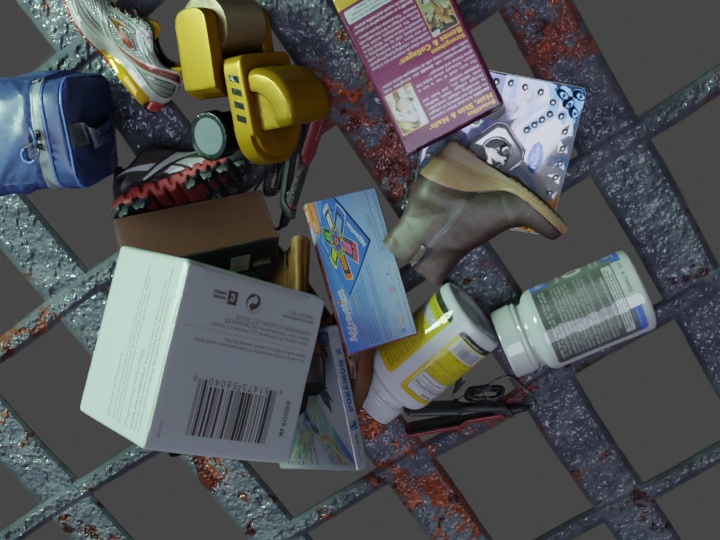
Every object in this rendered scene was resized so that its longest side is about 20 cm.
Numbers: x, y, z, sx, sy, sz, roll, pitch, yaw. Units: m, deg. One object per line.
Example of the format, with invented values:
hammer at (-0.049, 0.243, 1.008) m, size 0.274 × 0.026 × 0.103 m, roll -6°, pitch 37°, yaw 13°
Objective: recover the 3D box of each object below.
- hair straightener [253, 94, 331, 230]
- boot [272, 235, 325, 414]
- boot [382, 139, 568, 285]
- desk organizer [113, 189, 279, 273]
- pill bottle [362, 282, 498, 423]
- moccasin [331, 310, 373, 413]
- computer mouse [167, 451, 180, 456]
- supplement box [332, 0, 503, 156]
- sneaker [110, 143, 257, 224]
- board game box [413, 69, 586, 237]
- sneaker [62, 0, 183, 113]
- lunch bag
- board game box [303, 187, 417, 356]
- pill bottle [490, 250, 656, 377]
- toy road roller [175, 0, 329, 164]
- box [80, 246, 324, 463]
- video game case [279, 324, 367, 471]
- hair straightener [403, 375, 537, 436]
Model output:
hair straightener at (-0.098, -0.146, 1.112) m, size 0.076 × 0.041 × 0.203 m, roll 26°, pitch 119°, yaw 19°
boot at (-0.109, 0.081, 1.106) m, size 0.067 × 0.203 × 0.189 m, roll 2°, pitch 151°, yaw -22°
boot at (0.146, -0.051, 1.091) m, size 0.198 × 0.072 × 0.168 m, roll 32°, pitch 104°, yaw 1°
desk organizer at (-0.210, -0.035, 1.084) m, size 0.196 × 0.078 × 0.072 m, roll -13°, pitch 151°, yaw -18°
pill bottle at (0.084, 0.120, 1.172) m, size 0.199 × 0.112 × 0.111 m, roll -41°, pitch 105°, yaw 16°
moccasin at (-0.019, 0.101, 1.142) m, size 0.077 × 0.073 × 0.205 m, roll 16°, pitch 85°, yaw -44°
computer mouse at (-0.200, 0.167, 1.117) m, size 0.138 × 0.046 × 0.203 m, roll -9°, pitch 122°, yaw -18°
supplement box at (0.071, -0.257, 1.007) m, size 0.129 × 0.103 × 0.203 m, roll -25°, pitch 96°, yaw 11°
sneaker at (-0.234, -0.128, 1.094) m, size 0.197 × 0.099 × 0.071 m, roll -22°, pitch 152°, yaw -1°
board game box at (0.177, -0.153, 1.106) m, size 0.196 × 0.026 × 0.204 m, roll 9°, pitch 112°, yaw -2°
sneaker at (-0.290, -0.298, 1.044) m, size 0.082 × 0.078 × 0.201 m, roll -34°, pitch 116°, yaw 10°
lunch bag at (-0.368, -0.170, 1.024) m, size 0.129 × 0.200 × 0.139 m, roll -6°, pitch 107°, yaw 1°
board game box at (0.000, 0.000, 1.110) m, size 0.101 × 0.019 × 0.204 m, roll -14°, pitch 84°, yaw -20°
pill bottle at (0.284, 0.062, 1.142) m, size 0.197 × 0.114 × 0.115 m, roll -24°, pitch 110°, yaw 10°
toy road roller at (-0.120, -0.228, 0.999) m, size 0.144 × 0.122 × 0.204 m, roll -2°, pitch 103°, yaw 32°
box at (-0.180, 0.096, 0.974) m, size 0.197 × 0.170 × 0.204 m, roll 17°, pitch 84°, yaw -41°
video game case at (-0.072, 0.176, 1.145) m, size 0.022 × 0.199 × 0.186 m, roll -10°, pitch 86°, yaw -37°
hair straightener at (0.159, 0.193, 1.236) m, size 0.196 × 0.041 × 0.078 m, roll -6°, pitch 112°, yaw 5°
